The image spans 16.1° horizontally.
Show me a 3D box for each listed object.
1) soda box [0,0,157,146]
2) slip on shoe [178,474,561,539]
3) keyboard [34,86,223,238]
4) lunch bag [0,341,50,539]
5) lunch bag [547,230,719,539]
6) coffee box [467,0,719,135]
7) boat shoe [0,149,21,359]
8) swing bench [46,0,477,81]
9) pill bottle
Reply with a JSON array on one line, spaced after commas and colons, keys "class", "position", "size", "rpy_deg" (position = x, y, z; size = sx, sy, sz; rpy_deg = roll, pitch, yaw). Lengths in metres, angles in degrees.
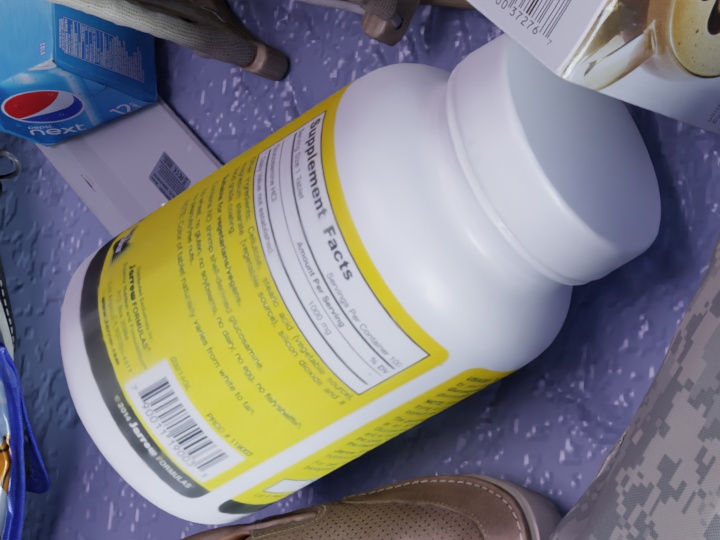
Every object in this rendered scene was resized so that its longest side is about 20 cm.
[{"class": "soda box", "position": [-0.134, -0.160, 1.059], "size": [0.067, 0.064, 0.202], "rpy_deg": [-19, 66, 35]}, {"class": "slip on shoe", "position": [-0.018, 0.115, 0.905], "size": [0.199, 0.060, 0.077], "rpy_deg": [-12, 73, 40]}, {"class": "keyboard", "position": [-0.080, -0.030, 1.028], "size": [0.056, 0.011, 0.200], "rpy_deg": [-54, 52, 14]}, {"class": "lunch bag", "position": [-0.222, 0.091, 1.053], "size": [0.169, 0.123, 0.202], "rpy_deg": [21, 104, 41]}, {"class": "lunch bag", "position": [0.125, 0.097, 0.727], "size": [0.168, 0.139, 0.201], "rpy_deg": [42, 108, 38]}, {"class": "coffee box", "position": [0.124, -0.152, 0.799], "size": [0.080, 0.113, 0.201], "rpy_deg": [43, 109, 38]}, {"class": "boat shoe", "position": [-0.182, -0.044, 1.086], "size": [0.074, 0.062, 0.201], "rpy_deg": [-31, 76, 47]}, {"class": "swing bench", "position": [-0.067, -0.152, 0.912], "size": [0.199, 0.198, 0.131], "rpy_deg": [-12, 73, 40]}, {"class": "pill bottle", "position": [0.000, 0.000, 0.876], "size": [0.199, 0.112, 0.113], "rpy_deg": [-30, 62, 30]}]
